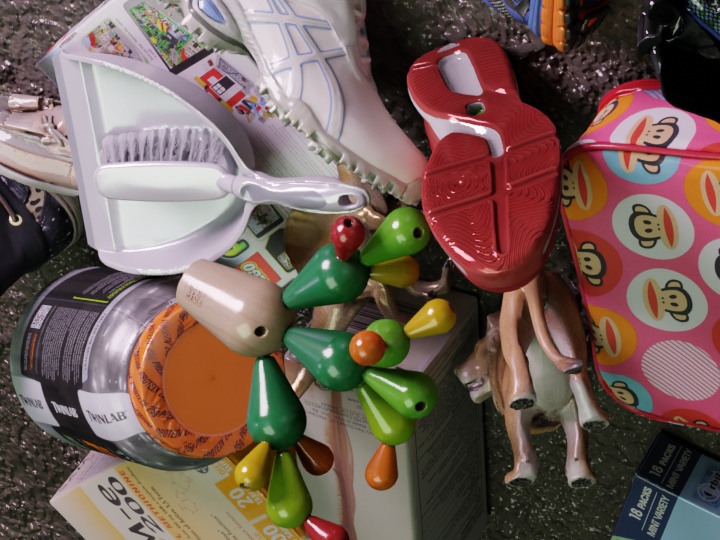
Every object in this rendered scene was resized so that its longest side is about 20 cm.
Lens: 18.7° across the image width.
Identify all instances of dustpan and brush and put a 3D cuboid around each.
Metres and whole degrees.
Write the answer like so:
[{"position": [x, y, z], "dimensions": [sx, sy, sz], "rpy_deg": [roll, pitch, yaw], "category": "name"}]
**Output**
[{"position": [-0.084, -0.054, 1.251], "dimensions": [0.200, 0.057, 0.140], "rpy_deg": [2, 119, 17], "category": "dustpan and brush"}]

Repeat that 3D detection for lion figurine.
[{"position": [0.101, 0.046, 1.230], "dimensions": [0.072, 0.123, 0.200], "rpy_deg": [-1, 153, -6], "category": "lion figurine"}]

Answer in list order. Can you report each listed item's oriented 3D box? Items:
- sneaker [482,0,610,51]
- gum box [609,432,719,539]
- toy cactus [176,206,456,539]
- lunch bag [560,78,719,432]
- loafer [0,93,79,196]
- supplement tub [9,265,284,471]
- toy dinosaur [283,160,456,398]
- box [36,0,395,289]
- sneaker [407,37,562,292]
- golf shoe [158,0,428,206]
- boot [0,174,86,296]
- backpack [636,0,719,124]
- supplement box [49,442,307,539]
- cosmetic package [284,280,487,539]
[{"position": [0.080, -0.198, 1.080], "dimensions": [0.078, 0.075, 0.200], "rpy_deg": [19, 134, 25], "category": "sneaker"}, {"position": [0.247, 0.208, 1.354], "dimensions": [0.200, 0.045, 0.170], "rpy_deg": [25, 138, 13], "category": "gum box"}, {"position": [-0.035, 0.047, 1.225], "dimensions": [0.165, 0.102, 0.200], "rpy_deg": [27, 115, 22], "category": "toy cactus"}, {"position": [0.205, -0.001, 1.163], "dimensions": [0.176, 0.082, 0.200], "rpy_deg": [8, 131, 29], "category": "lunch bag"}, {"position": [-0.163, -0.078, 1.373], "dimensions": [0.200, 0.072, 0.063], "rpy_deg": [24, 120, 6], "category": "loafer"}, {"position": [-0.134, 0.061, 1.384], "dimensions": [0.123, 0.123, 0.200], "rpy_deg": [55, 159, -19], "category": "supplement tub"}, {"position": [0.000, 0.000, 1.276], "dimensions": [0.101, 0.058, 0.200], "rpy_deg": [13, 103, 14], "category": "toy dinosaur"}, {"position": [-0.084, -0.084, 1.297], "dimensions": [0.110, 0.035, 0.200], "rpy_deg": [-35, 104, 24], "category": "box"}, {"position": [0.080, -0.030, 1.162], "dimensions": [0.078, 0.200, 0.116], "rpy_deg": [-16, 127, 10], "category": "sneaker"}, {"position": [-0.020, -0.125, 1.196], "dimensions": [0.097, 0.078, 0.200], "rpy_deg": [-45, 90, 4], "category": "golf shoe"}, {"position": [-0.298, -0.038, 1.428], "dimensions": [0.203, 0.154, 0.074], "rpy_deg": [27, 138, 11], "category": "boot"}, {"position": [0.237, -0.127, 0.963], "dimensions": [0.190, 0.200, 0.154], "rpy_deg": [43, 126, -11], "category": "backpack"}, {"position": [-0.111, 0.158, 1.537], "dimensions": [0.126, 0.074, 0.200], "rpy_deg": [48, 138, -11], "category": "supplement box"}, {"position": [0.019, 0.109, 1.381], "dimensions": [0.087, 0.103, 0.200], "rpy_deg": [16, 133, 24], "category": "cosmetic package"}]
